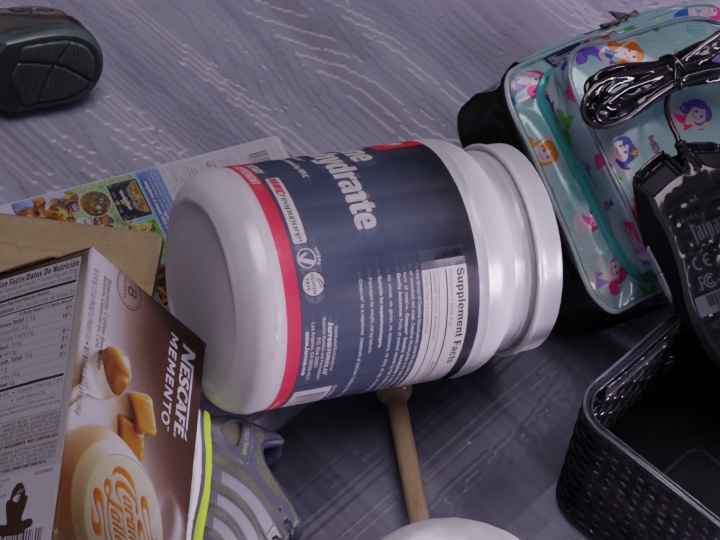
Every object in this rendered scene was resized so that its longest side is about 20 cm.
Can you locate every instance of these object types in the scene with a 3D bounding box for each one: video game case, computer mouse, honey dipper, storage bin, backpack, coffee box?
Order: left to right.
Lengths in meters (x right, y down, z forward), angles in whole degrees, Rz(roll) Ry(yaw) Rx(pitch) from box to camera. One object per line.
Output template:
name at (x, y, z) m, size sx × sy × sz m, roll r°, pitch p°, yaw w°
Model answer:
coffee box at (-0.152, 0.105, 1.480) m, size 0.079 × 0.114 × 0.201 m, roll -16°, pitch 51°, yaw 27°
video game case at (-0.113, -0.001, 1.675) m, size 0.199 × 0.018 × 0.143 m, roll -15°, pitch 59°, yaw -21°
honey dipper at (0.032, 0.137, 1.590) m, size 0.038 × 0.038 × 0.201 m, roll -1°, pitch 53°, yaw -12°
backpack at (0.181, -0.071, 1.702) m, size 0.200 × 0.150 × 0.178 m, roll -20°, pitch 83°, yaw -32°
computer mouse at (0.217, -0.041, 1.605) m, size 0.140 × 0.046 × 0.200 m, roll -26°, pitch 86°, yaw -19°
storage bin at (0.227, 0.126, 1.594) m, size 0.200 × 0.094 × 0.135 m, roll 39°, pitch 56°, yaw 20°

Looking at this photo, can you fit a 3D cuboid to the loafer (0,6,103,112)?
loafer at (-0.262, -0.130, 1.721) m, size 0.199 × 0.072 × 0.063 m, roll -4°, pitch 35°, yaw -22°

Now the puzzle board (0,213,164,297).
puzzle board at (-0.223, 0.032, 1.614) m, size 0.199 × 0.017 × 0.151 m, roll 7°, pitch 58°, yaw 3°

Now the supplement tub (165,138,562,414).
supplement tub at (0.000, 0.000, 1.597) m, size 0.199 × 0.141 × 0.141 m, roll -9°, pitch 56°, yaw -23°

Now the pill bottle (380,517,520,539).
pill bottle at (0.034, 0.223, 1.423) m, size 0.116 × 0.200 × 0.117 m, roll 6°, pitch 53°, yaw -8°

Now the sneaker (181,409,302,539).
sneaker at (-0.070, 0.158, 1.534) m, size 0.081 × 0.074 × 0.201 m, roll 5°, pitch 56°, yaw -14°
